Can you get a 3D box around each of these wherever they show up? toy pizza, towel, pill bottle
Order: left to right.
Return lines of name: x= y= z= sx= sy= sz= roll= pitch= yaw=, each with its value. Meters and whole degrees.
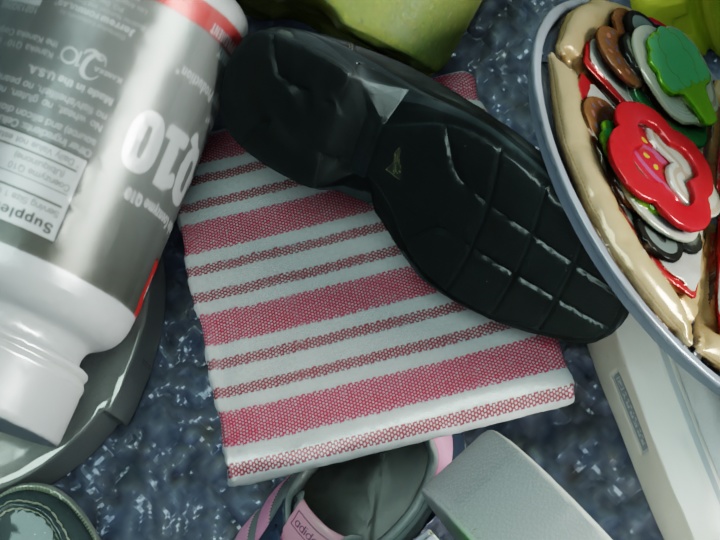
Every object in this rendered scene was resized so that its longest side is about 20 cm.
pill bottle: x=-0.132 y=-0.035 z=0.873 sx=0.113 sy=0.114 sz=0.201 roll=18 pitch=78 yaw=11
towel: x=0.000 y=0.000 z=0.886 sx=0.145 sy=0.030 sz=0.201 roll=-14 pitch=48 yaw=-1
toy pizza: x=0.144 y=-0.031 z=0.842 sx=0.032 sy=0.200 sz=0.201 roll=-36 pitch=71 yaw=32

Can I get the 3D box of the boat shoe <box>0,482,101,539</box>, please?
boat shoe: x=-0.136 y=0.189 z=0.871 sx=0.072 sy=0.062 sz=0.201 roll=-4 pitch=82 yaw=6

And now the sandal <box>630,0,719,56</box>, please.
sandal: x=0.207 y=-0.162 z=0.926 sx=0.199 sy=0.080 sz=0.087 roll=-23 pitch=68 yaw=-7

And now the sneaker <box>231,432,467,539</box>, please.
sneaker: x=-0.032 y=0.128 z=0.872 sx=0.070 sy=0.082 sz=0.200 roll=36 pitch=83 yaw=13

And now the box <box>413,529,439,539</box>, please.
box: x=-0.006 y=0.199 z=0.789 sx=0.176 sy=0.200 sz=0.097 roll=-40 pitch=74 yaw=-5

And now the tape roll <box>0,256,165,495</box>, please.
tape roll: x=-0.188 y=0.010 z=0.946 sx=0.201 sy=0.037 sz=0.204 roll=-2 pitch=75 yaw=7

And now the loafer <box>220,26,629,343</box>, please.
loafer: x=0.038 y=-0.043 z=0.852 sx=0.200 sy=0.072 sz=0.073 roll=37 pitch=119 yaw=21

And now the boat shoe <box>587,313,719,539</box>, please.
boat shoe: x=0.139 y=0.029 z=0.882 sx=0.068 sy=0.072 sz=0.201 roll=-17 pitch=76 yaw=-9

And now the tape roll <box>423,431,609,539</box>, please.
tape roll: x=0.101 y=0.146 z=0.777 sx=0.037 sy=0.203 sz=0.203 roll=-40 pitch=74 yaw=-5

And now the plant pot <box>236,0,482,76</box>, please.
plant pot: x=0.008 y=-0.192 z=0.908 sx=0.199 sy=0.200 sz=0.185 roll=23 pitch=91 yaw=12
